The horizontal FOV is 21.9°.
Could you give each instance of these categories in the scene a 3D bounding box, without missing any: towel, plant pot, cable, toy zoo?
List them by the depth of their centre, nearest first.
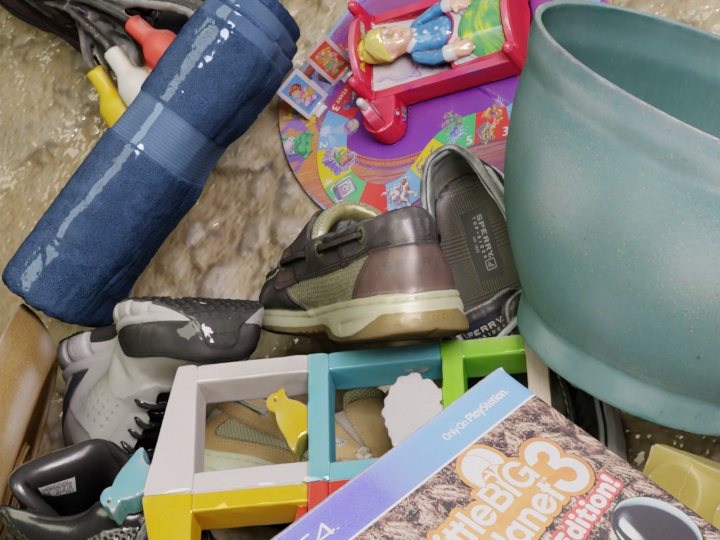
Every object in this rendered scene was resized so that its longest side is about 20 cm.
[{"bbox_3d":[0.144,-0.015,0.793,0.200,0.200,0.135,38,117,37],"label":"plant pot"},{"bbox_3d":[-0.014,0.095,0.803,0.199,0.020,0.132,-7,55,7],"label":"toy zoo"},{"bbox_3d":[-0.188,0.116,0.938,0.027,0.200,0.201,17,74,-4],"label":"plant pot"},{"bbox_3d":[-0.103,-0.057,0.962,0.048,0.112,0.200,37,90,6],"label":"towel"},{"bbox_3d":[-0.151,-0.144,1.044,0.200,0.050,0.097,42,119,1],"label":"cable"}]

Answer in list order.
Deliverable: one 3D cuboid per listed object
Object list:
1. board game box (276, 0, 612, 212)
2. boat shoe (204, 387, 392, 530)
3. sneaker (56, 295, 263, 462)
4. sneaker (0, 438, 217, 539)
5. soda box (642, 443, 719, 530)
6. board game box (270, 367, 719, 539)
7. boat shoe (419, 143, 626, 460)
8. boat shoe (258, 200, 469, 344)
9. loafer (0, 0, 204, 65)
[{"bbox_3d":[0.035,-0.117,0.979,0.158,0.039,0.200,38,91,37],"label":"board game box"},{"bbox_3d":[-0.003,0.092,0.887,0.200,0.072,0.076,11,73,34],"label":"boat shoe"},{"bbox_3d":[-0.100,0.061,0.928,0.200,0.073,0.080,149,123,-63],"label":"sneaker"},{"bbox_3d":[-0.139,0.143,0.895,0.199,0.076,0.114,-29,95,49],"label":"sneaker"},{"bbox_3d":[0.122,0.177,0.761,0.068,0.064,0.201,22,89,36],"label":"soda box"},{"bbox_3d":[0.067,0.156,0.647,0.200,0.097,0.159,36,46,23],"label":"board game box"},{"bbox_3d":[0.064,0.031,0.874,0.072,0.071,0.200,-28,60,16],"label":"boat shoe"},{"bbox_3d":[-0.001,0.000,0.876,0.201,0.072,0.066,180,90,-73],"label":"boat shoe"},{"bbox_3d":[-0.165,-0.168,1.108,0.200,0.063,0.072,21,81,36],"label":"loafer"}]
